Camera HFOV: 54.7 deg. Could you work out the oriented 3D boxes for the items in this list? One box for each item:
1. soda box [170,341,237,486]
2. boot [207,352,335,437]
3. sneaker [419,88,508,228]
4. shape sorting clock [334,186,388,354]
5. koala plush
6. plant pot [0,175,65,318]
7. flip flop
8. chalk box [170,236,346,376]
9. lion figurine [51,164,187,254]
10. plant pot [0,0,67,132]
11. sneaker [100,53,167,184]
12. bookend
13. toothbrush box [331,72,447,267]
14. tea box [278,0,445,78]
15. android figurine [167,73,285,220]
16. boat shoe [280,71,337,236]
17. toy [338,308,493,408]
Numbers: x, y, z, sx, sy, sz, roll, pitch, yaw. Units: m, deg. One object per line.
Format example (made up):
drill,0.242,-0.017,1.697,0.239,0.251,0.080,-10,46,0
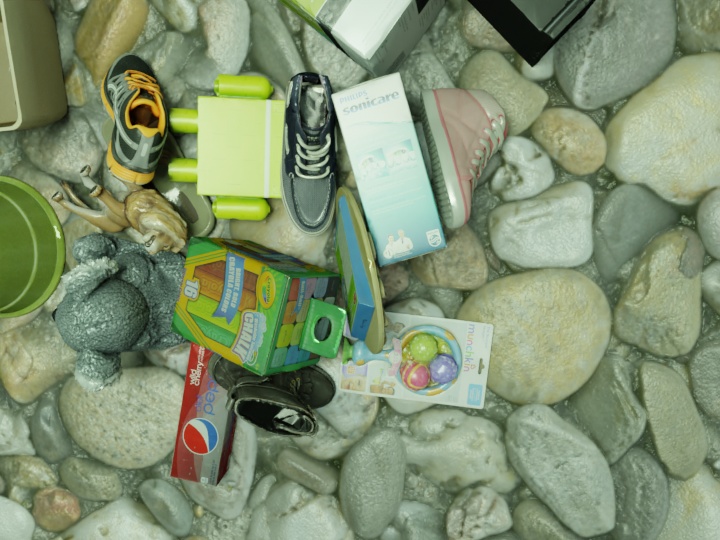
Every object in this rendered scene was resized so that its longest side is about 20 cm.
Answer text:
soda box,-0.203,0.181,0.944,0.069,0.063,0.203,12,97,4
boot,-0.091,0.160,0.847,0.198,0.174,0.070,17,94,-29
sneaker,0.133,-0.142,0.825,0.103,0.076,0.203,-5,56,-2
shape sorting clock,0.000,0.000,0.834,0.039,0.200,0.203,-8,96,-8
koala plush,-0.305,0.047,0.871,0.181,0.200,0.180,2,97,6
plant pot,-0.519,-0.021,0.894,0.197,0.190,0.204,1,97,6
flip flop,-0.266,-0.126,0.917,0.081,0.058,0.201,-34,92,9
chalk box,-0.111,0.047,0.854,0.198,0.123,0.127,19,99,28
lion figurine,-0.310,-0.078,0.907,0.123,0.198,0.073,46,68,-38
plant pot,-0.476,-0.261,0.865,0.197,0.177,0.203,-6,97,7
sneaker,-0.272,-0.203,0.863,0.077,0.077,0.202,-48,48,41
bookend,0.165,-0.341,0.769,0.092,0.199,0.200,-44,90,12
toothbrush box,0.037,-0.118,0.839,0.084,0.146,0.203,-17,94,6
tea box,-0.017,-0.335,0.791,0.196,0.200,0.134,40,100,2
android figurine,-0.145,-0.157,0.894,0.197,0.041,0.185,-1,97,-9
boat shoe,-0.063,-0.140,0.840,0.073,0.093,0.203,-5,97,-7
toy,0.070,0.120,0.913,0.197,0.047,0.117,7,99,6
